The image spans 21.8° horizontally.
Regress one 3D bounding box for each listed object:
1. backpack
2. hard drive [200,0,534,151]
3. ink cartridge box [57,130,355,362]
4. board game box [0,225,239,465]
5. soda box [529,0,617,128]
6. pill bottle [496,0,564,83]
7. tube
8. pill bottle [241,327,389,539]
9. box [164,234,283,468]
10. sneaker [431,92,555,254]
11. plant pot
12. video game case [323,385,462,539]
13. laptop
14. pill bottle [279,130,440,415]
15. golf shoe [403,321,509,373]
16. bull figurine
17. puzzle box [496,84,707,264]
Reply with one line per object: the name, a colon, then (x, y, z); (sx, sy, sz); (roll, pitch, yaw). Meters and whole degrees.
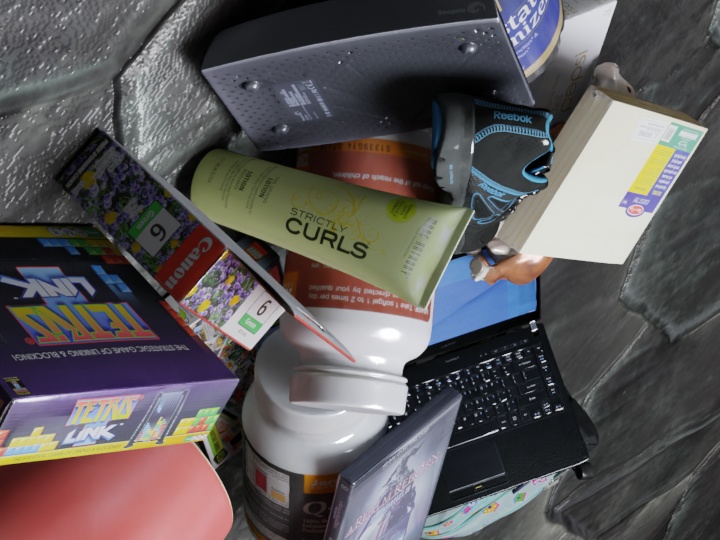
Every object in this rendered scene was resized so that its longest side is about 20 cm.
backpack: (0.103, 0.162, 1.754); (0.200, 0.167, 0.126); (-41, 152, 16)
hard drive: (0.006, -0.135, 1.244); (0.199, 0.043, 0.135); (-8, 156, 14)
ink cartridge box: (-0.100, 0.000, 1.209); (0.050, 0.200, 0.109); (-48, 151, 0)
board game box: (-0.198, 0.040, 1.163); (0.199, 0.165, 0.057); (-1, 128, -54)
soda box: (0.137, -0.143, 1.501); (0.068, 0.064, 0.201); (-24, 144, -36)
pill bottle: (0.067, -0.209, 1.273); (0.112, 0.112, 0.200); (-46, 152, -3)
tube: (-0.023, -0.036, 1.269); (0.052, 0.199, 0.058); (-21, 125, -55)
pill bottle: (-0.037, 0.137, 1.479); (0.116, 0.116, 0.201); (-32, 148, -26)
box: (-0.101, 0.066, 1.463); (0.110, 0.035, 0.200); (-39, 150, -17)
sneaker: (0.093, -0.060, 1.287); (0.200, 0.081, 0.074); (73, 19, -73)
plant pot: (-0.200, 0.192, 1.341); (0.177, 0.200, 0.201); (-42, 152, -28)
video game case: (0.015, 0.199, 1.492); (0.143, 0.019, 0.201); (-35, 150, -42)
laptop: (0.091, 0.089, 1.569); (0.176, 0.201, 0.103); (-17, 173, -10)
pill bottle: (0.000, 0.000, 1.349); (0.112, 0.111, 0.202); (19, 75, -59)
golf shoe: (0.042, 0.088, 1.667); (0.094, 0.078, 0.201); (17, 116, -35)
bull figurine: (0.150, -0.071, 1.476); (0.121, 0.065, 0.201); (0, 123, -50)
puzzle box: (0.189, -0.069, 1.432); (0.200, 0.025, 0.134); (5, 119, -60)
